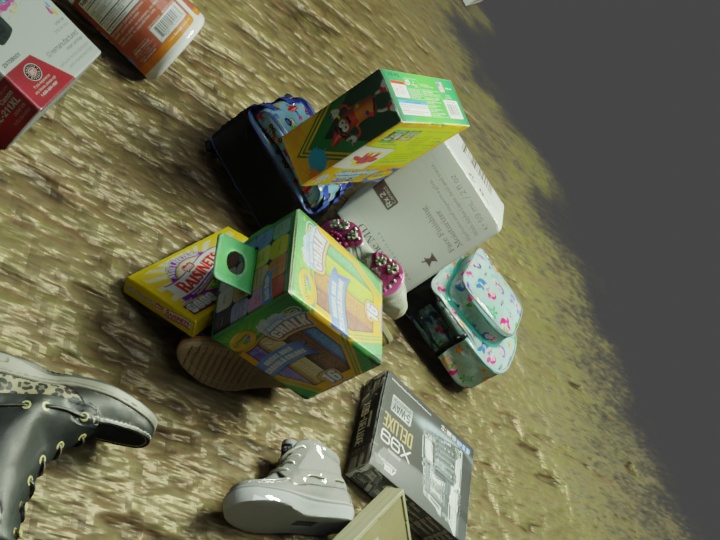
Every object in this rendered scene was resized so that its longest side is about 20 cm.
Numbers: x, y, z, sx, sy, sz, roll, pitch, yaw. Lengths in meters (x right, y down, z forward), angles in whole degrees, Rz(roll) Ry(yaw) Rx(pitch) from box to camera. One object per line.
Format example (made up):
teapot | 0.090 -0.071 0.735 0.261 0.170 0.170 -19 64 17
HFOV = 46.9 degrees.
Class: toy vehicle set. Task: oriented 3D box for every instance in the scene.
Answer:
toy vehicle set | 0.004 0.352 0.949 0.199 0.026 0.128 -25 109 -57

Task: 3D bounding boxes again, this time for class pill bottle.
pill bottle | -0.304 -0.354 1.059 0.200 0.111 0.113 44 36 -21

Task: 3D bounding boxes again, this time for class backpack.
backpack | 0.175 0.078 1.342 0.203 0.149 0.178 58 31 -10
backpack | -0.092 -0.154 1.171 0.185 0.133 0.199 59 30 -1

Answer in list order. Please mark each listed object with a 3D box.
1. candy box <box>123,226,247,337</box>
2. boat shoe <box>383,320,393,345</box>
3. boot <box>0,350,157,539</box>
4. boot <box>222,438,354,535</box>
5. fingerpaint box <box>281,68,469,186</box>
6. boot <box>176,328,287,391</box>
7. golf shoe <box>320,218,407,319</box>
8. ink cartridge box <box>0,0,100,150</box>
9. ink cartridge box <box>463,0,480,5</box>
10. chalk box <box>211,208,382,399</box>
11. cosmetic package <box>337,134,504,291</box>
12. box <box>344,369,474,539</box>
candy box | -0.177 0.007 0.982 0.101 0.027 0.200 27 29 15
boat shoe | -0.035 0.046 1.160 0.200 0.063 0.073 44 -9 -18
boot | -0.279 0.168 0.721 0.201 0.073 0.157 27 47 -34
boot | -0.085 0.238 0.936 0.199 0.073 0.097 31 35 -49
fingerpaint box | 0.023 -0.181 1.069 0.198 0.165 0.075 -14 78 -57
boot | -0.148 0.061 1.006 0.197 0.072 0.169 18 37 -41
golf shoe | 0.000 0.000 1.196 0.200 0.075 0.092 46 -12 43
ink cartridge box | -0.400 -0.254 0.878 0.200 0.082 0.147 46 36 -21
ink cartridge box | 0.362 -0.813 2.241 0.087 0.198 0.146 56 34 -4
chalk box | -0.080 0.029 0.917 0.199 0.122 0.127 40 37 -36
cosmetic package | 0.098 -0.096 1.292 0.166 0.198 0.165 53 19 -8
box | 0.072 0.261 1.136 0.200 0.049 0.159 45 36 -22
